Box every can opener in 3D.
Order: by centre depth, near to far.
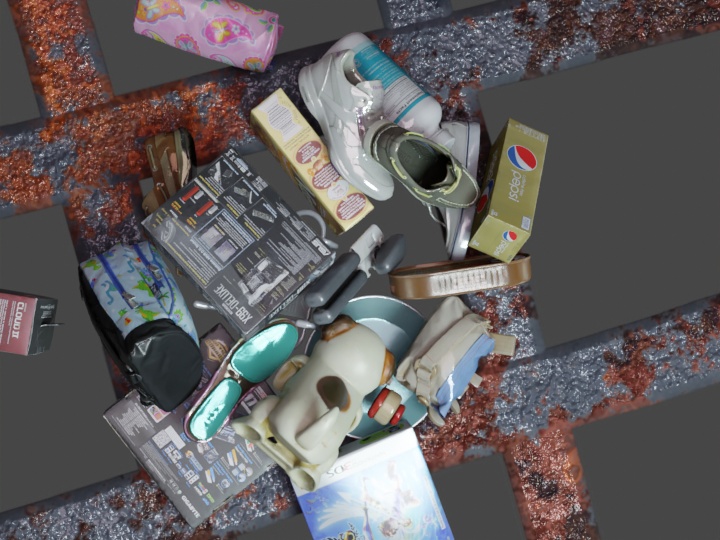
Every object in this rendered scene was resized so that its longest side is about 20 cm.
[{"bbox_3d":[0.000,0.000,1.351,0.067,0.200,0.054,-9,115,33],"label":"can opener"}]

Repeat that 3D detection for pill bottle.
[{"bbox_3d":[0.033,-0.218,1.370,0.200,0.111,0.111,44,84,7],"label":"pill bottle"}]

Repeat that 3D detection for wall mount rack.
[{"bbox_3d":[-0.126,0.006,1.380,0.173,0.075,0.201,10,85,17],"label":"wall mount rack"}]

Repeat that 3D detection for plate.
[{"bbox_3d":[0.018,0.135,1.415,0.199,0.026,0.202,0,88,-6],"label":"plate"}]

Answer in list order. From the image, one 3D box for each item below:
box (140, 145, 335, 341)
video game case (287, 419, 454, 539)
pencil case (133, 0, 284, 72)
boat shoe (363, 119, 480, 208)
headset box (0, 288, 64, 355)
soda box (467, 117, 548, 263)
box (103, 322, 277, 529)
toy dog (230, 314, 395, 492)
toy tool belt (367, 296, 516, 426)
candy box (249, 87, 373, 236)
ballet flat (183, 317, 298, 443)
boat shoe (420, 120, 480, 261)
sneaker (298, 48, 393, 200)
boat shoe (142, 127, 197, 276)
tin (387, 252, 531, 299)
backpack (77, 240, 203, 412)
[{"bbox_3d":[-0.155,-0.035,1.298,0.200,0.050,0.158,45,75,6],"label":"box"},{"bbox_3d":[0.018,0.332,1.387,0.180,0.045,0.201,-22,99,-6],"label":"video game case"},{"bbox_3d":[-0.205,-0.334,1.376,0.199,0.087,0.088,15,86,-7],"label":"pencil case"},{"bbox_3d":[0.090,-0.125,1.291,0.201,0.060,0.072,27,94,-41],"label":"boat shoe"},{"bbox_3d":[-0.482,0.058,1.292,0.199,0.149,0.076,10,87,-6],"label":"headset box"},{"bbox_3d":[0.202,-0.111,1.376,0.064,0.068,0.201,23,49,-5],"label":"soda box"},{"bbox_3d":[-0.208,0.208,1.371,0.198,0.050,0.200,-38,94,-10],"label":"box"},{"bbox_3d":[-0.048,0.151,1.301,0.139,0.194,0.200,36,63,3],"label":"toy dog"},{"bbox_3d":[0.112,0.143,1.355,0.123,0.125,0.201,34,85,3],"label":"toy tool belt"},{"bbox_3d":[-0.068,-0.142,1.367,0.055,0.115,0.200,-38,93,-6],"label":"candy box"},{"bbox_3d":[-0.163,0.136,1.323,0.069,0.071,0.200,43,81,-23],"label":"ballet flat"},{"bbox_3d":[0.116,-0.114,1.411,0.086,0.075,0.203,6,81,-1],"label":"boat shoe"},{"bbox_3d":[-0.002,-0.185,1.289,0.099,0.075,0.201,-26,94,30],"label":"sneaker"},{"bbox_3d":[-0.255,-0.091,1.369,0.073,0.076,0.201,-6,81,-2],"label":"boat shoe"},{"bbox_3d":[0.137,0.007,1.393,0.199,0.112,0.042,-8,101,-7],"label":"tin"},{"bbox_3d":[-0.285,0.056,1.307,0.200,0.163,0.154,35,68,30],"label":"backpack"}]
